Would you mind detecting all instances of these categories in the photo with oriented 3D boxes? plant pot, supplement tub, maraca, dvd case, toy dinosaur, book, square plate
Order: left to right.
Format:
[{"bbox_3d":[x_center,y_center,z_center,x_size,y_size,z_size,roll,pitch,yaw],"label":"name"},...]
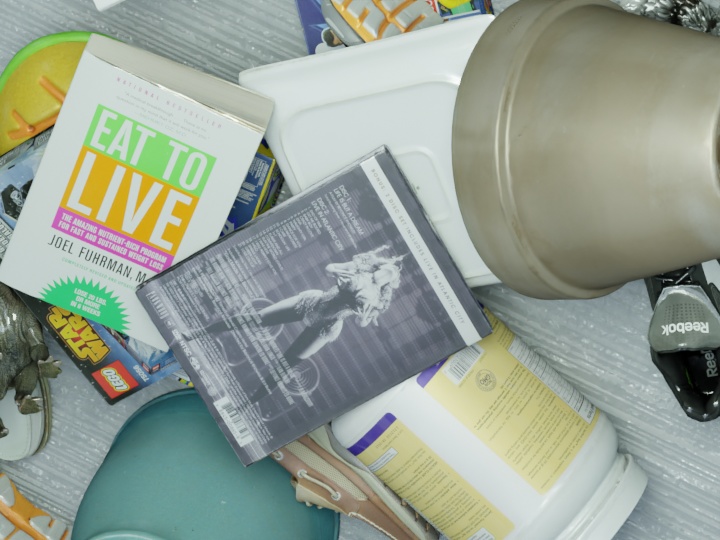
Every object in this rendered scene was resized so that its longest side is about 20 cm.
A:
[{"bbox_3d":[-0.267,0.062,1.647,0.076,0.103,0.201,-5,132,-13],"label":"toy dinosaur"},{"bbox_3d":[-0.203,-0.083,1.623,0.136,0.107,0.201,1,120,1],"label":"maraca"},{"bbox_3d":[-0.156,-0.052,1.505,0.133,0.048,0.201,22,124,-6],"label":"book"},{"bbox_3d":[-0.136,0.219,1.675,0.198,0.188,0.202,6,113,15],"label":"plant pot"},{"bbox_3d":[-0.031,0.026,1.497,0.199,0.016,0.149,-29,105,11],"label":"dvd case"},{"bbox_3d":[0.034,-0.063,1.492,0.197,0.028,0.201,-10,119,27],"label":"square plate"},{"bbox_3d":[0.094,0.126,1.590,0.200,0.145,0.145,42,117,-2],"label":"supplement tub"},{"bbox_3d":[0.184,-0.079,1.395,0.173,0.200,0.201,2,114,43],"label":"plant pot"}]

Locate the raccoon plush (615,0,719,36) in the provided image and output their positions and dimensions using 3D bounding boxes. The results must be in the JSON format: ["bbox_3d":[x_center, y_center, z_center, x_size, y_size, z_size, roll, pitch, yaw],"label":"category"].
[{"bbox_3d":[0.278,-0.183,1.447,0.199,0.097,0.135,29,109,5],"label":"raccoon plush"}]

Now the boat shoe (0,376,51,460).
[{"bbox_3d":[-0.299,0.065,1.730,0.074,0.068,0.201,-9,109,16],"label":"boat shoe"}]

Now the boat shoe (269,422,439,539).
[{"bbox_3d":[-0.019,0.144,1.663,0.072,0.076,0.200,-37,106,23],"label":"boat shoe"}]

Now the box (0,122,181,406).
[{"bbox_3d":[-0.182,-0.011,1.578,0.136,0.040,0.200,-27,115,20],"label":"box"}]

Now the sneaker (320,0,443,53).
[{"bbox_3d":[0.043,-0.119,1.511,0.200,0.078,0.077,44,129,1],"label":"sneaker"}]

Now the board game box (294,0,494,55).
[{"bbox_3d":[0.029,-0.165,1.557,0.134,0.034,0.201,-8,107,20],"label":"board game box"}]

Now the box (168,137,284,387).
[{"bbox_3d":[-0.112,-0.019,1.638,0.064,0.070,0.201,25,116,5],"label":"box"}]

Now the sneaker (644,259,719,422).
[{"bbox_3d":[0.228,0.017,1.536,0.066,0.091,0.201,-10,107,20],"label":"sneaker"}]

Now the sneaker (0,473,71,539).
[{"bbox_3d":[-0.286,0.231,1.788,0.200,0.078,0.077,50,127,-1],"label":"sneaker"}]

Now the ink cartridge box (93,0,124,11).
[{"bbox_3d":[-0.092,-0.264,1.493,0.199,0.146,0.084,-21,104,23],"label":"ink cartridge box"}]
